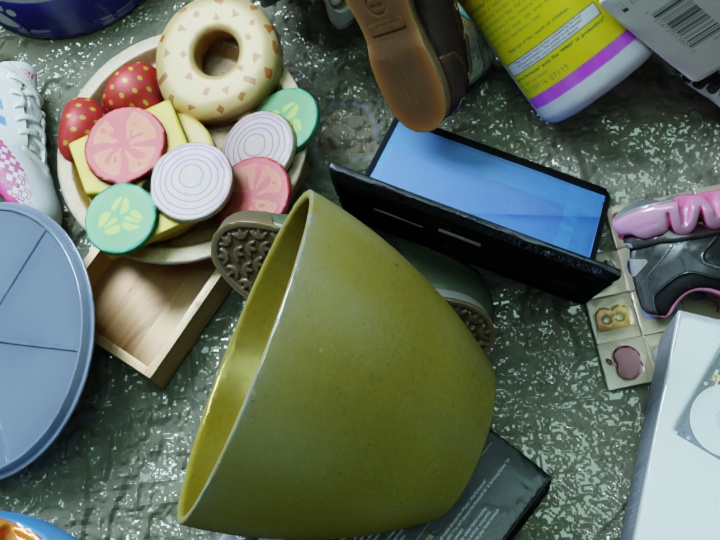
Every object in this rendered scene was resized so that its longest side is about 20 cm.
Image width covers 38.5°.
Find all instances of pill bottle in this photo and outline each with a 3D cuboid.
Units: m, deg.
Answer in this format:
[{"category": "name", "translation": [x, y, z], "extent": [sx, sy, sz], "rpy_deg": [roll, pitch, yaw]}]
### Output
[{"category": "pill bottle", "translation": [0.119, -0.215, 0.742], "extent": [0.104, 0.104, 0.201], "rpy_deg": [-39, 97, -9]}]

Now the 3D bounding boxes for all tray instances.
[{"category": "tray", "translation": [-0.133, -0.023, 0.775], "extent": [0.098, 0.037, 0.201], "rpy_deg": [29, 75, 16]}]

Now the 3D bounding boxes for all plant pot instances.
[{"category": "plant pot", "translation": [-0.005, 0.073, 0.602], "extent": [0.141, 0.200, 0.202], "rpy_deg": [22, 72, -10]}]

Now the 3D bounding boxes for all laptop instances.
[{"category": "laptop", "translation": [0.084, -0.056, 0.674], "extent": [0.175, 0.200, 0.104], "rpy_deg": [20, 83, 7]}]

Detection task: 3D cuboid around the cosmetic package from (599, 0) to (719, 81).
[{"category": "cosmetic package", "translation": [0.237, -0.247, 0.727], "extent": [0.105, 0.071, 0.202], "rpy_deg": [29, 57, -24]}]

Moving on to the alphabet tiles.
[{"category": "alphabet tiles", "translation": [0.259, 0.018, 0.727], "extent": [0.198, 0.006, 0.168], "rpy_deg": [-12, 69, 3]}]

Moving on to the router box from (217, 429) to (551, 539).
[{"category": "router box", "translation": [0.008, 0.171, 0.675], "extent": [0.149, 0.051, 0.200], "rpy_deg": [36, 77, 20]}]

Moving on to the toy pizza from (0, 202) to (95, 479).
[{"category": "toy pizza", "translation": [-0.267, 0.051, 0.746], "extent": [0.198, 0.032, 0.203], "rpy_deg": [-5, 78, 24]}]

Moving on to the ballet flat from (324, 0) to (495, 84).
[{"category": "ballet flat", "translation": [0.014, -0.206, 0.809], "extent": [0.199, 0.071, 0.071], "rpy_deg": [38, 78, 15]}]

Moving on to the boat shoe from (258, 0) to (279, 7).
[{"category": "boat shoe", "translation": [-0.075, -0.245, 0.784], "extent": [0.070, 0.073, 0.200], "rpy_deg": [-24, 24, -5]}]

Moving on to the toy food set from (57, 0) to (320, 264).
[{"category": "toy food set", "translation": [-0.129, -0.097, 0.758], "extent": [0.198, 0.049, 0.199], "rpy_deg": [-24, 69, -3]}]

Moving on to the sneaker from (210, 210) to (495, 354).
[{"category": "sneaker", "translation": [0.000, 0.000, 0.718], "extent": [0.198, 0.068, 0.090], "rpy_deg": [20, 28, 1]}]

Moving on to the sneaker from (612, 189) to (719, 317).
[{"category": "sneaker", "translation": [0.276, -0.012, 0.705], "extent": [0.197, 0.079, 0.097], "rpy_deg": [-8, 90, 5]}]

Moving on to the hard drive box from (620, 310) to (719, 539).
[{"category": "hard drive box", "translation": [0.249, 0.145, 0.640], "extent": [0.154, 0.077, 0.202], "rpy_deg": [12, 74, 11]}]

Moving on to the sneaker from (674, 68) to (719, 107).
[{"category": "sneaker", "translation": [0.298, -0.139, 0.756], "extent": [0.089, 0.078, 0.202], "rpy_deg": [12, 49, -32]}]

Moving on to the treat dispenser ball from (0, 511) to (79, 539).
[{"category": "treat dispenser ball", "translation": [-0.225, 0.243, 0.597], "extent": [0.198, 0.201, 0.203], "rpy_deg": [-2, 69, 6]}]

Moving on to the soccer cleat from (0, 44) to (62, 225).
[{"category": "soccer cleat", "translation": [-0.278, -0.116, 0.809], "extent": [0.086, 0.070, 0.200], "rpy_deg": [-38, 69, -8]}]

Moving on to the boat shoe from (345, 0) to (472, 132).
[{"category": "boat shoe", "translation": [0.027, -0.199, 0.711], "extent": [0.070, 0.202, 0.070], "rpy_deg": [3, 35, 35]}]

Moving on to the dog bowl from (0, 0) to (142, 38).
[{"category": "dog bowl", "translation": [-0.260, -0.302, 0.873], "extent": [0.197, 0.079, 0.202], "rpy_deg": [-2, 69, 6]}]
